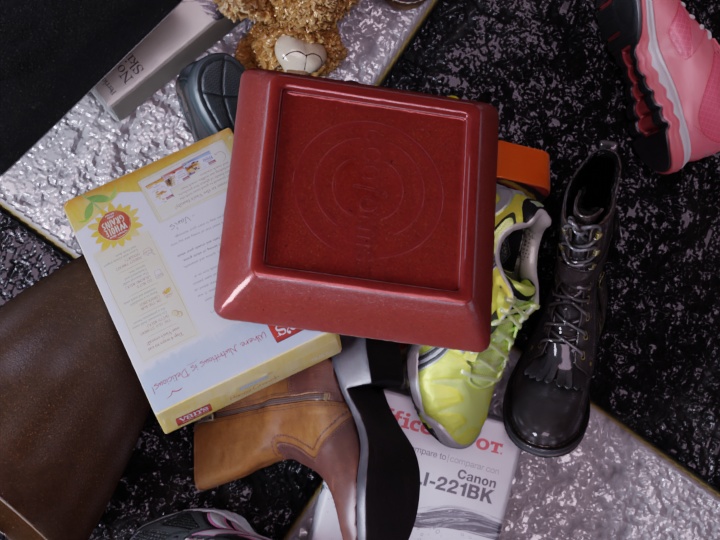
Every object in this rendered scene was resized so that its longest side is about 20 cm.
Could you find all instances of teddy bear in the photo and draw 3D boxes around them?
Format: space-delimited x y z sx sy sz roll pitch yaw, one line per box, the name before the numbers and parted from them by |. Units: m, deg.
teddy bear | -0.041 -0.226 1.160 0.067 0.144 0.201 47 122 36

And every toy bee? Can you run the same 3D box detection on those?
toy bee | 0.049 -0.092 1.209 0.199 0.109 0.132 36 55 -14

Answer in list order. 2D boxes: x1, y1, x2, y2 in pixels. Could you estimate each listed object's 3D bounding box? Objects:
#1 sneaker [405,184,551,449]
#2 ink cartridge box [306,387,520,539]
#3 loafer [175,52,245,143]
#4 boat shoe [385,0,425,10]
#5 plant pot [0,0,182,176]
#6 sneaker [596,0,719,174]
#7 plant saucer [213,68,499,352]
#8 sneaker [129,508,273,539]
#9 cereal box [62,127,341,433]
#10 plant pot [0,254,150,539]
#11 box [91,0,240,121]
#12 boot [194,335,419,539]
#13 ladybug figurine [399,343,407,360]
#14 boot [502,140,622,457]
sneaker | 0.089 0.034 1.115 0.075 0.076 0.202 9 90 -37
ink cartridge box | 0.036 0.200 1.187 0.143 0.084 0.202 15 85 -1
loafer | -0.092 -0.078 1.214 0.072 0.063 0.202 -29 104 -31
boat shoe | 0.004 -0.310 1.223 0.070 0.070 0.201 -34 88 -4
plant pot | -0.285 -0.227 1.103 0.199 0.200 0.178 -44 130 -5
sneaker | 0.257 -0.185 1.241 0.086 0.074 0.202 -13 91 -18
plant saucer | 0.004 -0.052 1.068 0.198 0.037 0.202 8 66 -8
sneaker | -0.109 0.222 1.138 0.198 0.086 0.081 0 78 35
cereal box | -0.118 0.004 1.096 0.143 0.040 0.201 -24 61 -9
plant pot | -0.235 0.092 1.145 0.186 0.187 0.201 37 68 -1
box | -0.147 -0.216 1.208 0.200 0.068 0.082 -42 90 -5
boot | -0.058 0.141 1.128 0.199 0.068 0.190 -17 77 35
ladybug figurine | 0.000 0.000 1.155 0.134 0.072 0.201 -13 128 15
boot | 0.157 0.020 1.133 0.068 0.175 0.201 11 49 10
